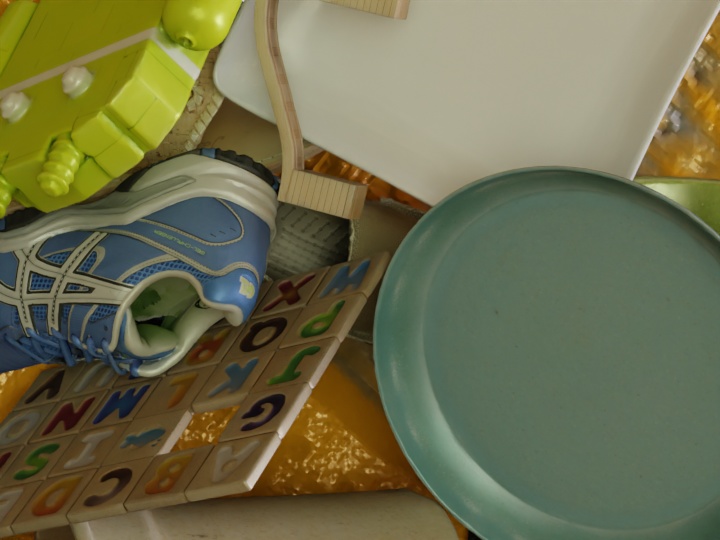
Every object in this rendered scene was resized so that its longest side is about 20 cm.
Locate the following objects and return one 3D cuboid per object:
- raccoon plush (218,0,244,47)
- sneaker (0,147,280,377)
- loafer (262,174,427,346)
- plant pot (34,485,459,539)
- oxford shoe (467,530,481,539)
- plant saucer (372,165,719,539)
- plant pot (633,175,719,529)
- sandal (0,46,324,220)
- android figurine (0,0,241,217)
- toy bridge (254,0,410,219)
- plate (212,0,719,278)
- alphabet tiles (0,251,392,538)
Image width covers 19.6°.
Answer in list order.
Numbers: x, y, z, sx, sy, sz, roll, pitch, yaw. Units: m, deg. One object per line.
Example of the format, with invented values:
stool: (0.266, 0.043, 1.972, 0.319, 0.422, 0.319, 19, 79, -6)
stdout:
raccoon plush: (0.010, -0.186, 1.034, 0.133, 0.097, 0.201, 18, 119, -20)
sneaker: (-0.125, 0.012, 0.969, 0.076, 0.199, 0.078, 34, 43, -41)
loafer: (0.000, 0.000, 1.026, 0.198, 0.067, 0.077, 15, 93, -5)
plant pot: (-0.044, 0.183, 0.978, 0.182, 0.200, 0.203, -8, 93, -17)
oxford shoe: (0.102, 0.170, 1.056, 0.071, 0.071, 0.202, -9, 93, -34)
plant saucer: (0.100, 0.045, 0.933, 0.198, 0.027, 0.202, 10, 115, 23)
plant pot: (0.190, 0.069, 1.006, 0.198, 0.200, 0.192, 6, 102, -7)
sandal: (-0.097, -0.078, 0.993, 0.210, 0.078, 0.070, -18, 124, 3)
android figurine: (-0.117, -0.105, 0.956, 0.041, 0.181, 0.201, 44, 53, -30)
toy bridge: (-0.011, -0.128, 0.933, 0.067, 0.027, 0.202, 14, 99, 12)
plate: (0.059, -0.128, 0.947, 0.198, 0.032, 0.201, 28, 101, 8)
alphabet tiles: (-0.095, 0.059, 0.950, 0.199, 0.168, 0.008, -14, 118, 33)
